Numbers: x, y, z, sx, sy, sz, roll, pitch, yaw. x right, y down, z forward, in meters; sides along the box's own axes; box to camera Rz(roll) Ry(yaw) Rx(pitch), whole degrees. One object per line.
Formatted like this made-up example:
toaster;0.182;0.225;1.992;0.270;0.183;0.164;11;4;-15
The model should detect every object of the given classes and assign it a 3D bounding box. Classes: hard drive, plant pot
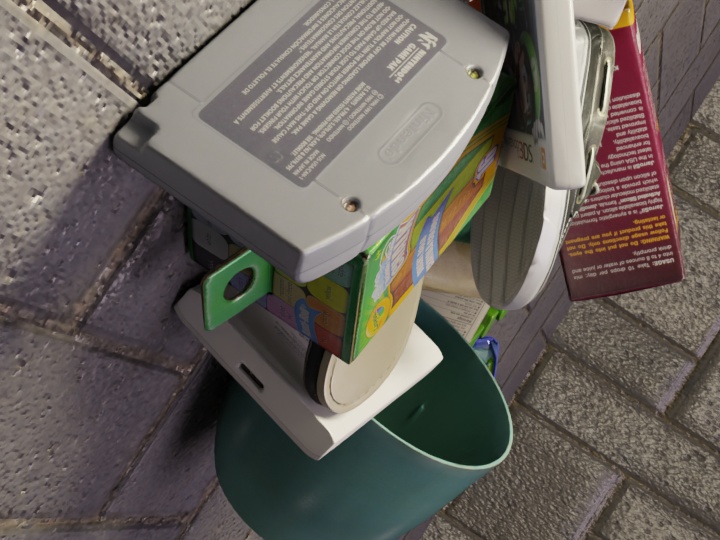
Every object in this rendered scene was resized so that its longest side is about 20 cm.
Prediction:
hard drive;-0.029;0.043;1.085;0.027;0.132;0.200;-47;172;25
plant pot;-0.015;0.118;1.210;0.161;0.201;0.201;-48;172;25

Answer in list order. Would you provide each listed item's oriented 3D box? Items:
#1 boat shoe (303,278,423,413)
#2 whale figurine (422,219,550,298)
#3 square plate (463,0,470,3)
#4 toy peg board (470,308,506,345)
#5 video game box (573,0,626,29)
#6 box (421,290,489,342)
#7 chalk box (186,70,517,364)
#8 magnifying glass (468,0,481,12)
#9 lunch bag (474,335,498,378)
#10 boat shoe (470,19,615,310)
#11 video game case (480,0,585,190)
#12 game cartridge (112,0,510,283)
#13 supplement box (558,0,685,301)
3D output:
boat shoe;0.000;0.000;1.035;0.073;0.063;0.200;53;51;-48
whale figurine;0.053;-0.039;1.165;0.200;0.159;0.104;13;87;-40
square plate;0.062;-0.149;1.198;0.198;0.028;0.200;-56;167;-8
toy peg board;0.097;-0.013;1.504;0.200;0.098;0.199;-39;158;-55
video game box;0.143;-0.269;0.937;0.182;0.047;0.200;-106;-150;-54
box;0.076;-0.026;1.351;0.200;0.095;0.078;-61;-153;22
chalk box;-0.019;-0.042;0.935;0.200;0.124;0.124;-51;166;-26
magnifying glass;0.103;-0.151;1.149;0.200;0.022;0.080;26;54;-72
lunch bag;0.066;0.171;1.770;0.200;0.127;0.170;-31;153;-42
boat shoe;0.129;-0.068;1.066;0.071;0.072;0.200;1;109;-38
video game case;0.093;-0.154;0.938;0.182;0.023;0.200;-125;-151;-80
game cartridge;-0.014;-0.085;0.830;0.200;0.133;0.041;-48;164;-35
supplement box;0.170;-0.093;1.159;0.110;0.086;0.200;-68;145;-68
